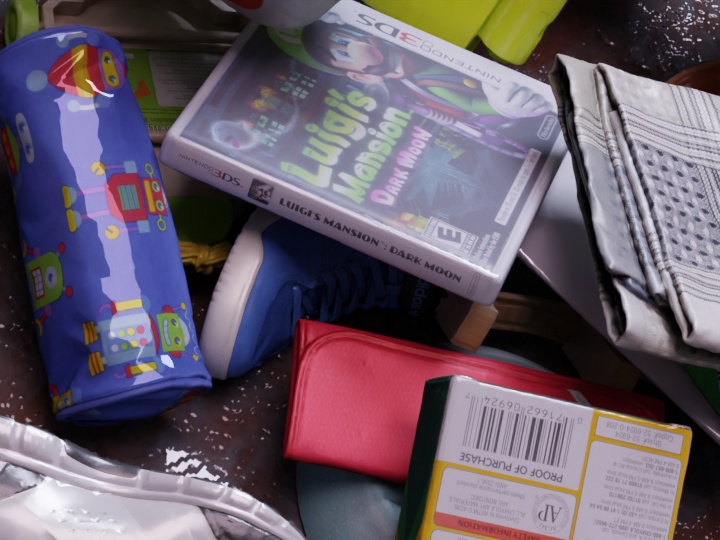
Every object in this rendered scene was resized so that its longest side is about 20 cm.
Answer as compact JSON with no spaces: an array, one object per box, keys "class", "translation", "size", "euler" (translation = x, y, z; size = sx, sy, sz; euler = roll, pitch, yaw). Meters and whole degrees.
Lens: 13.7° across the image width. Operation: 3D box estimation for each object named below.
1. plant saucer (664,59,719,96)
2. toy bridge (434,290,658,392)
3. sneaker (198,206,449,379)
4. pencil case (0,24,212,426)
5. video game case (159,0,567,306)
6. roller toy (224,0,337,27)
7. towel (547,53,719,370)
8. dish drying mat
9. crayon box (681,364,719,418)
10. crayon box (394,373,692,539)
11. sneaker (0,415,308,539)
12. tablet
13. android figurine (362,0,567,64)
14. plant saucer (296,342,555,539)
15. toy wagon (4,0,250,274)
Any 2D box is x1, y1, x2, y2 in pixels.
[{"class":"plant saucer","translation":[0.240,-0.032,1.701],"size":[0.199,0.032,0.201],"euler":[11,53,-14]},{"class":"toy bridge","translation":[0.128,0.045,1.582],"size":[0.199,0.027,0.067],"euler":[20,17,-24]},{"class":"sneaker","translation":[0.000,-0.001,1.549],"size":[0.111,0.077,0.200],"euler":[26,43,9]},{"class":"pencil case","translation":[-0.135,-0.021,1.483],"size":[0.078,0.087,0.201],"euler":[-3,72,-44]},{"class":"video game case","translation":[0.011,-0.072,1.547],"size":[0.181,0.023,0.200],"euler":[23,34,4]},{"class":"roller toy","translation":[-0.041,-0.230,1.518],"size":[0.140,0.183,0.200],"euler":[-41,36,-13]},{"class":"towel","translation":[0.196,-0.023,1.519],"size":[0.199,0.035,0.193],"euler":[11,48,-25]},{"class":"dish drying mat","translation":[0.060,0.078,1.503],"size":[0.199,0.018,0.077],"euler":[13,64,-15]},{"class":"crayon box","translation":[0.249,0.017,1.590],"size":[0.199,0.058,0.119],"euler":[-16,64,-43]},{"class":"crayon box","translation":[0.076,0.161,1.442],"size":[0.125,0.052,0.201],"euler":[13,83,-13]},{"class":"sneaker","translation":[-0.119,0.132,1.420],"size":[0.199,0.074,0.080],"euler":[16,66,-6]},{"class":"tablet","translation":[0.163,0.009,1.591],"size":[0.200,0.014,0.130],"euler":[43,41,6]},{"class":"android figurine","translation":[0.040,-0.197,1.635],"size":[0.182,0.200,0.041],"euler":[40,22,8]},{"class":"plant saucer","translation":[0.067,0.113,1.522],"size":[0.199,0.036,0.201],"euler":[11,53,-15]},{"class":"toy wagon","translation":[-0.104,-0.078,1.587],"size":[0.154,0.040,0.201],"euler":[2,56,-21]}]
